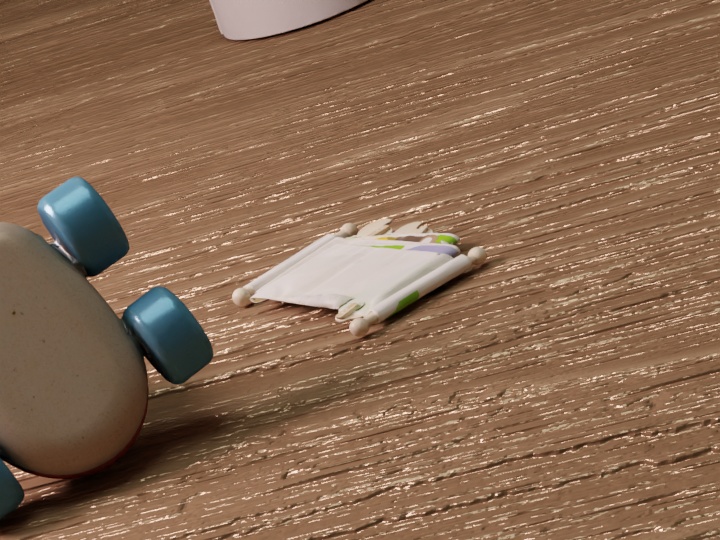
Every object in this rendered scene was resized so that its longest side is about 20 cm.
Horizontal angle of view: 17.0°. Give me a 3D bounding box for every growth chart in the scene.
[{"bbox_3d":[0.000,0.000,1.716,0.145,0.018,0.200,-28,19,-27],"label":"growth chart"}]

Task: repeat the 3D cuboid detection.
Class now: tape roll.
[{"bbox_3d":[-0.080,-0.355,2.671,0.203,0.139,0.203,-18,18,6],"label":"tape roll"}]

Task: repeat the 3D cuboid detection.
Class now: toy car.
[{"bbox_3d":[-0.215,0.065,1.587,0.184,0.177,0.200,-37,-7,-12],"label":"toy car"}]
